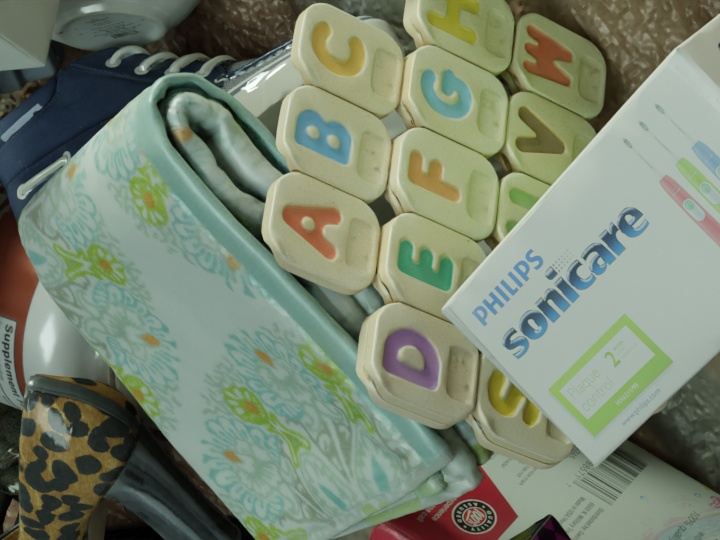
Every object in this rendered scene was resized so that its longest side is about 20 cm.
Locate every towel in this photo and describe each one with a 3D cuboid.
[{"bbox_3d":[-0.050,0.027,0.877,0.200,0.048,0.171,51,146,-4],"label":"towel"}]

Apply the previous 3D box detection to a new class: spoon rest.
[{"bbox_3d":[-0.075,-0.144,0.967,0.199,0.099,0.061,-8,75,24],"label":"spoon rest"}]

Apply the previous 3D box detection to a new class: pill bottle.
[{"bbox_3d":[-0.162,0.014,1.073,0.199,0.112,0.113,16,120,26],"label":"pill bottle"}]

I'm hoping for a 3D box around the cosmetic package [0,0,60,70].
[{"bbox_3d":[-0.176,-0.195,0.920,0.085,0.108,0.201,0,68,33],"label":"cosmetic package"}]

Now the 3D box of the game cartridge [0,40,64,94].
[{"bbox_3d":[-0.241,-0.166,1.019,0.133,0.041,0.200,-11,125,20],"label":"game cartridge"}]

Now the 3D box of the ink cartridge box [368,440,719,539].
[{"bbox_3d":[0.106,0.179,0.955,0.200,0.145,0.145,30,125,18],"label":"ink cartridge box"}]

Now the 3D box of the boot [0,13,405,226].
[{"bbox_3d":[-0.082,-0.078,0.977,0.200,0.073,0.091,-33,70,7],"label":"boot"}]

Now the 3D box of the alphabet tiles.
[{"bbox_3d":[0.053,-0.025,0.854,0.195,0.201,0.015,23,148,-25],"label":"alphabet tiles"}]

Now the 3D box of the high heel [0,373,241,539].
[{"bbox_3d":[-0.175,0.116,1.034,0.199,0.072,0.143,-21,129,24],"label":"high heel"}]

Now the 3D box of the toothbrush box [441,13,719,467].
[{"bbox_3d":[0.140,-0.038,0.795,0.086,0.200,0.146,46,128,7],"label":"toothbrush box"}]

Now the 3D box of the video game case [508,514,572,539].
[{"bbox_3d":[0.074,0.220,0.879,0.181,0.036,0.200,-36,90,40],"label":"video game case"}]

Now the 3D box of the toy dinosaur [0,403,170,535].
[{"bbox_3d":[-0.188,0.093,1.156,0.200,0.102,0.077,28,164,34],"label":"toy dinosaur"}]

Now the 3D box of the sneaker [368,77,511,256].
[{"bbox_3d":[0.000,0.000,0.957,0.200,0.074,0.116,-31,96,16],"label":"sneaker"}]

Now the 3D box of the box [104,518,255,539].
[{"bbox_3d":[-0.126,0.209,1.135,0.199,0.122,0.106,-10,108,36],"label":"box"}]
